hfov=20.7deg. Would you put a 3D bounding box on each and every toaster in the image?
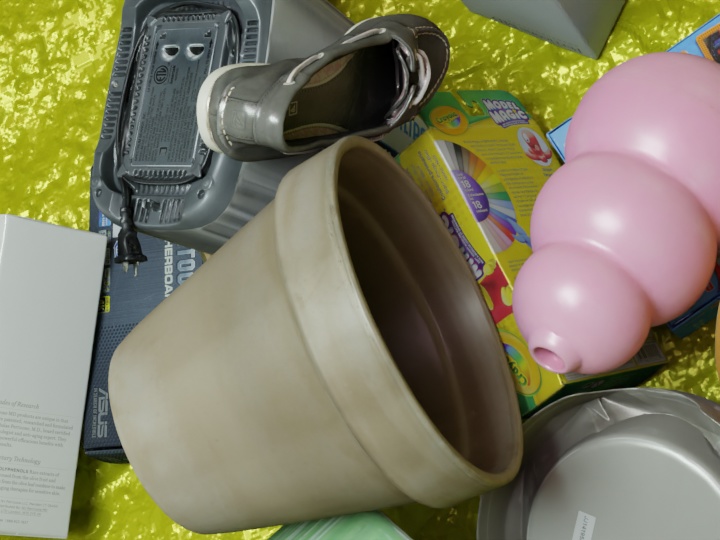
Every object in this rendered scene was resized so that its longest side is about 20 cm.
[{"bbox_3d":[-0.070,-0.083,1.131,0.113,0.129,0.202,1,77,37],"label":"toaster"}]

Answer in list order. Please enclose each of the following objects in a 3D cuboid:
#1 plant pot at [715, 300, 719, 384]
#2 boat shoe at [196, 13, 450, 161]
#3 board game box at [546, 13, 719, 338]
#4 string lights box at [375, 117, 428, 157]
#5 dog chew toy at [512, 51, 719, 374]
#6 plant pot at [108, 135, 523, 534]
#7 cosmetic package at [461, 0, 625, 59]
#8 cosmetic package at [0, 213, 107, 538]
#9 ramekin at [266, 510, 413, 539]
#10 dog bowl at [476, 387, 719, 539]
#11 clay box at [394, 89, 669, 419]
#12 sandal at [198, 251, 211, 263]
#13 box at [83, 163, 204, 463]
[{"bbox_3d":[0.300,0.040,1.063,0.182,0.200,0.202,12,81,39],"label":"plant pot"},{"bbox_3d":[-0.003,-0.096,1.073,0.057,0.199,0.068,14,114,38],"label":"boat shoe"},{"bbox_3d":[0.234,-0.077,1.189,0.199,0.037,0.152,-35,67,12],"label":"board game box"},{"bbox_3d":[0.000,0.000,1.216,0.058,0.103,0.202,-2,77,25],"label":"string lights box"},{"bbox_3d":[0.151,-0.026,1.099,0.124,0.125,0.201,23,62,24],"label":"dog chew toy"},{"bbox_3d":[-0.034,0.054,1.056,0.173,0.200,0.202,-25,69,19],"label":"plant pot"},{"bbox_3d":[0.092,-0.205,1.186,0.101,0.200,0.072,24,86,25],"label":"cosmetic package"},{"bbox_3d":[-0.237,0.068,1.285,0.107,0.084,0.202,-2,81,49],"label":"cosmetic package"},{"bbox_3d":[0.015,0.216,1.117,0.098,0.200,0.200,-45,65,-10],"label":"ramekin"},{"bbox_3d":[0.165,0.159,1.111,0.199,0.058,0.202,6,101,33],"label":"dog bowl"},{"bbox_3d":[0.093,-0.015,1.176,0.048,0.114,0.201,-41,68,35],"label":"clay box"},{"bbox_3d":[-0.078,-0.033,1.236,0.069,0.078,0.214,-13,78,-4],"label":"sandal"},{"bbox_3d":[-0.101,0.021,1.288,0.156,0.051,0.202,-5,75,19],"label":"box"}]
